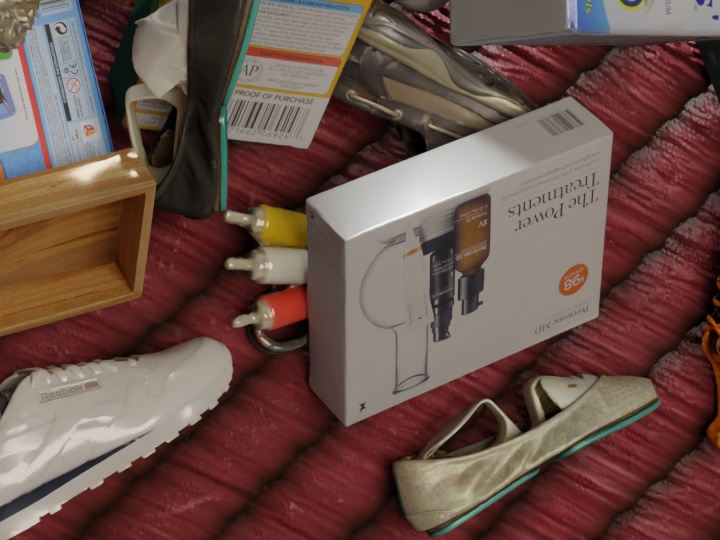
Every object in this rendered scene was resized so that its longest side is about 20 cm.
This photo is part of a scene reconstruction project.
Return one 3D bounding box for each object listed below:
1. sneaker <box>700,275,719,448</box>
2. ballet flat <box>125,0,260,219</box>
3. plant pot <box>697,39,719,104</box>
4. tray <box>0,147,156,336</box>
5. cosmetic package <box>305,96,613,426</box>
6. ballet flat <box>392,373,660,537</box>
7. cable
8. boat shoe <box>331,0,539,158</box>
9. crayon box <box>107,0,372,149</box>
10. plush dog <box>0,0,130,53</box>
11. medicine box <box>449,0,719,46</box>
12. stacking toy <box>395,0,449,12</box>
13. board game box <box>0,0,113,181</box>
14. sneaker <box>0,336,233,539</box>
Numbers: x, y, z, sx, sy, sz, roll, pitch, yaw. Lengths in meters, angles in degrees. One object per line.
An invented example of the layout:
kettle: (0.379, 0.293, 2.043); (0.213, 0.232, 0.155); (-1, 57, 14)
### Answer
sneaker: (0.268, 0.032, 1.639); (0.077, 0.078, 0.202); (-7, 93, -16)
ballet flat: (-0.099, -0.106, 1.390); (0.068, 0.068, 0.201); (5, 132, -9)
plant pot: (0.341, -0.157, 1.639); (0.199, 0.141, 0.142); (-26, 102, -15)
tray: (-0.219, -0.004, 1.394); (0.199, 0.037, 0.099); (-17, 143, -25)
cosmetic package: (0.062, -0.006, 1.511); (0.199, 0.052, 0.151); (-22, 136, -24)
ballet flat: (0.108, 0.102, 1.570); (0.199, 0.067, 0.063); (-28, 93, -23)
cable: (0.000, 0.000, 1.522); (0.199, 0.050, 0.098); (-7, 100, -26)
boat shoe: (0.052, -0.102, 1.543); (0.199, 0.075, 0.073); (30, 104, -27)
crayon box: (-0.059, -0.169, 1.425); (0.125, 0.052, 0.201); (5, 131, -26)
plush dog: (-0.167, -0.234, 1.335); (0.170, 0.161, 0.201); (-1, 67, 4)
medicine box: (0.151, -0.235, 1.526); (0.199, 0.103, 0.184); (-6, 95, -48)
stacking toy: (0.007, -0.238, 1.491); (0.146, 0.146, 0.200); (-47, 124, -17)
board game box: (-0.249, -0.091, 1.407); (0.199, 0.037, 0.152); (-16, 98, -25)
sneaker: (-0.166, 0.084, 1.435); (0.199, 0.076, 0.081); (-31, 95, -23)
